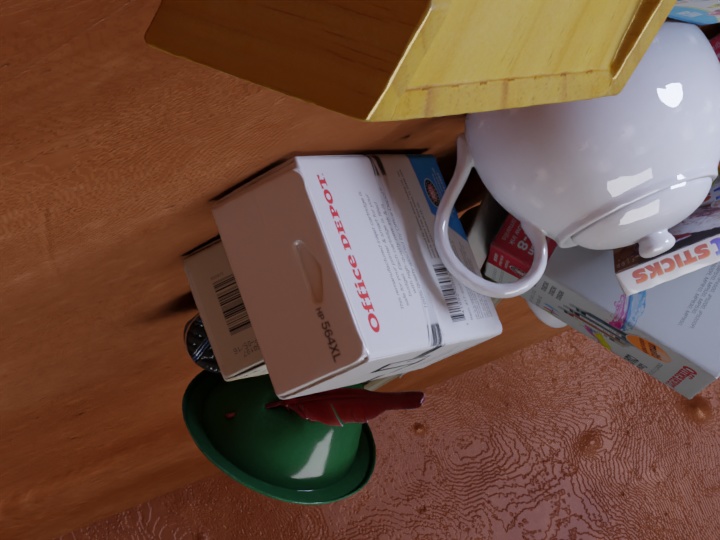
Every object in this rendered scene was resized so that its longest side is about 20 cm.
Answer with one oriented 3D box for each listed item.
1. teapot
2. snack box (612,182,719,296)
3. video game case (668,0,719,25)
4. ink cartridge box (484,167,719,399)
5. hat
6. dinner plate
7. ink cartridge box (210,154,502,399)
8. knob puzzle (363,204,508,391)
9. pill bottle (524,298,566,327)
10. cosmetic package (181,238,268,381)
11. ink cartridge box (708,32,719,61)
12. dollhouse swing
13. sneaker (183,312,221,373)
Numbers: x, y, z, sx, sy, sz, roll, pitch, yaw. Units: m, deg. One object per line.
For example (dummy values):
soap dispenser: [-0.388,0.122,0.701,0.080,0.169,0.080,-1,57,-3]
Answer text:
teapot: [0.172,-0.076,1.333,0.197,0.147,0.200,-13,168,-46]
snack box: [0.272,-0.042,1.350,0.199,0.024,0.072,-22,-155,16]
video game case: [0.289,-0.184,1.210,0.199,0.018,0.143,-7,179,27]
ink cartridge box: [0.217,-0.016,1.489,0.145,0.199,0.145,-59,173,-8]
hat: [-0.033,0.079,1.586,0.166,0.199,0.177,-50,165,-53]
dinner plate: [0.082,0.000,1.548,0.201,0.024,0.200,-63,178,-3]
ink cartridge box: [0.000,0.000,1.352,0.084,0.147,0.200,-25,170,30]
knob puzzle: [0.093,0.011,1.668,0.219,0.030,0.220,-39,-159,18]
pill bottle: [0.267,-0.019,2.014,0.200,0.115,0.114,-29,169,35]
cosmetic package: [-0.044,0.019,1.500,0.073,0.104,0.200,-24,170,26]
ink cartridge box: [0.350,-0.098,1.441,0.083,0.201,0.145,-33,168,16]
dollhouse swing: [0.040,-0.166,0.832,0.181,0.177,0.200,22,-159,34]
sneaker: [-0.063,0.025,1.644,0.199,0.076,0.077,-18,-171,-17]
